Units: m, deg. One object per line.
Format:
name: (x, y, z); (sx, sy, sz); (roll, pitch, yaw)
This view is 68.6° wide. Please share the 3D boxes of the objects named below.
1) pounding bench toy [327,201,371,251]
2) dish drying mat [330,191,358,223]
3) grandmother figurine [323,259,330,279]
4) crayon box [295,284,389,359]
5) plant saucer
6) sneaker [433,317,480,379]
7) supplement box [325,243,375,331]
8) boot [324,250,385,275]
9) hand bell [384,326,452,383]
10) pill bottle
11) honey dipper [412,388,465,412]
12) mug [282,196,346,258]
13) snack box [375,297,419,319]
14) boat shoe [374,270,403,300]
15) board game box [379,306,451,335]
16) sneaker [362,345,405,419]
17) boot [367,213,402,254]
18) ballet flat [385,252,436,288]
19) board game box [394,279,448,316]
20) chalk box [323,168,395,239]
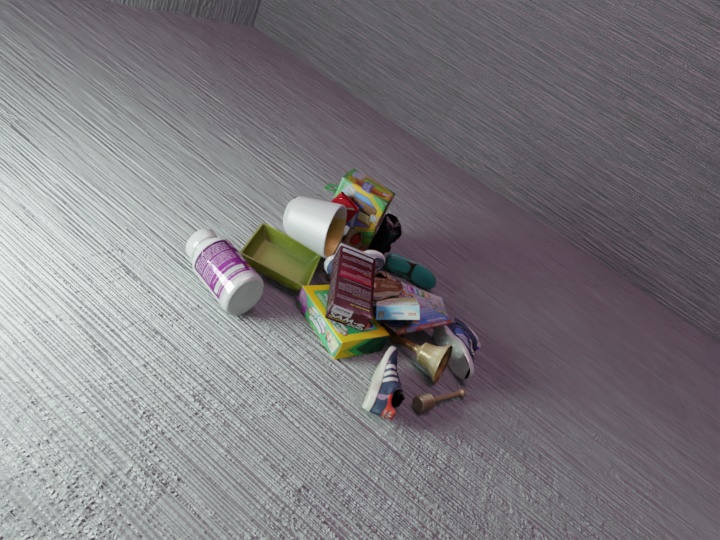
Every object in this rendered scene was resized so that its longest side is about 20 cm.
pounding bench toy: (-0.021, -0.119, 1.683); (0.196, 0.127, 0.156); (-8, 45, -49)
dish drying mat: (-0.086, -0.145, 1.543); (0.076, 0.199, 0.018); (40, 41, -12)
grandmother figurine: (-0.008, 0.014, 1.556); (0.193, 0.061, 0.124); (11, 42, -27)
crayon box: (-0.046, 0.123, 1.342); (0.168, 0.059, 0.201); (-2, 41, -43)
plant saucer: (-0.216, -0.028, 1.433); (0.195, 0.049, 0.201); (28, 28, -6)
sneaker: (0.304, 0.223, 1.492); (0.142, 0.083, 0.202); (6, 30, -30)
supplement box: (-0.022, 0.039, 1.320); (0.105, 0.061, 0.205); (20, 45, -15)
boot: (0.000, 0.000, 1.466); (0.193, 0.075, 0.090); (-8, 34, -29)
hand bell: (0.134, 0.200, 1.391); (0.195, 0.108, 0.103); (27, 25, 24)
pill bottle: (-0.319, -0.003, 1.223); (0.200, 0.114, 0.111); (44, 31, 24)
honey dipper: (0.200, 0.313, 1.301); (0.196, 0.039, 0.038); (1, 38, -47)
mug: (-0.136, -0.117, 1.482); (0.148, 0.192, 0.150); (20, 38, 13)
snack box: (0.098, 0.100, 1.412); (0.111, 0.039, 0.200); (0, 3, 3)
boat shoe: (0.066, 0.038, 1.481); (0.073, 0.075, 0.198); (-4, 2, 26)
board game box: (0.147, 0.137, 1.457); (0.194, 0.020, 0.102); (-6, 19, -35)
sneaker: (0.069, 0.262, 1.219); (0.082, 0.076, 0.202); (28, 38, 1)
boot: (0.072, -0.110, 1.711); (0.074, 0.171, 0.202); (24, 28, -12)
ballet flat: (0.164, -0.006, 1.748); (0.195, 0.069, 0.071); (26, 13, -13)
board game box: (0.173, 0.105, 1.606); (0.194, 0.035, 0.136); (20, 29, -19)
chalk box: (-0.015, -0.212, 1.570); (0.196, 0.126, 0.125); (31, 28, 1)
